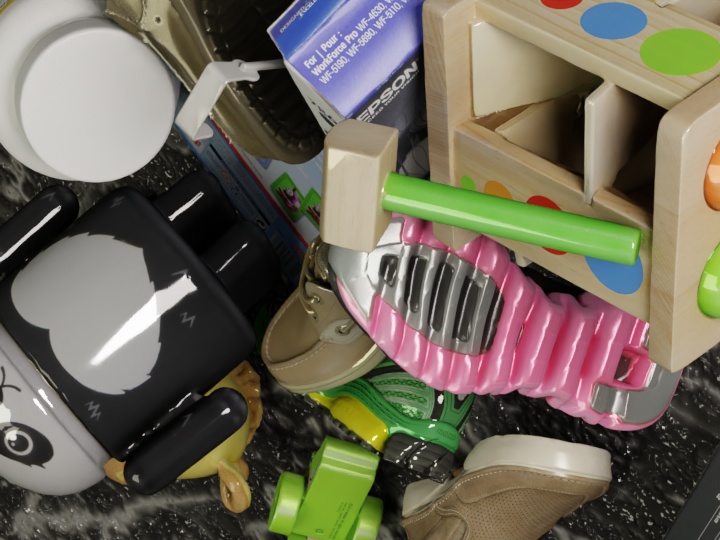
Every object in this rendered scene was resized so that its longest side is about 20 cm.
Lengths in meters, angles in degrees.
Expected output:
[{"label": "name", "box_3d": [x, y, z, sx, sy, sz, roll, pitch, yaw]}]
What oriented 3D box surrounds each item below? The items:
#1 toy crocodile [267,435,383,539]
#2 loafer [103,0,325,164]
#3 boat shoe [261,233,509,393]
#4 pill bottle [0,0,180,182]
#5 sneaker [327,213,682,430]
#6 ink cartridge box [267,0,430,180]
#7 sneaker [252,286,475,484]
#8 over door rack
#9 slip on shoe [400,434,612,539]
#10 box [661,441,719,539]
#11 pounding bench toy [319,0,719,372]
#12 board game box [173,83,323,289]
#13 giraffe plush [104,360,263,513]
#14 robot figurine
[{"label": "toy crocodile", "box_3d": [-0.027, 0.166, 1.400, 0.067, 0.062, 0.201, 12, 139, -4]}, {"label": "loafer", "box_3d": [-0.083, -0.138, 1.111, 0.201, 0.076, 0.067, 57, 145, -5]}, {"label": "boat shoe", "box_3d": [0.000, 0.000, 1.153, 0.200, 0.065, 0.073, -37, 44, 43]}, {"label": "pill bottle", "box_3d": [-0.160, -0.113, 1.218, 0.200, 0.111, 0.112, -131, 20, -67]}, {"label": "sneaker", "box_3d": [0.059, 0.021, 1.065, 0.199, 0.079, 0.095, 23, -179, -29]}, {"label": "ink cartridge box", "box_3d": [0.026, -0.089, 0.981, 0.039, 0.099, 0.200, 42, 175, 23]}, {"label": "sneaker", "box_3d": [0.009, 0.048, 1.243, 0.078, 0.086, 0.200, 29, -179, -36]}, {"label": "over door rack", "box_3d": [-0.045, -0.149, 1.017, 0.148, 0.199, 0.067, 44, 131, 21]}, {"label": "slip on shoe", "box_3d": [0.075, 0.135, 1.195, 0.200, 0.076, 0.061, 149, 131, -61]}, {"label": "box", "box_3d": [0.212, 0.165, 1.048, 0.141, 0.079, 0.200, 48, 147, 21]}, {"label": "pounding bench toy", "box_3d": [0.100, -0.041, 0.904, 0.156, 0.200, 0.125, 31, 140, 36]}, {"label": "board game box", "box_3d": [-0.033, -0.091, 1.197, 0.152, 0.037, 0.200, 53, 149, 6]}, {"label": "giraffe plush", "box_3d": [-0.131, 0.068, 1.396, 0.199, 0.173, 0.163, -2, 135, 15]}, {"label": "robot figurine", "box_3d": [-0.139, 0.034, 1.227, 0.125, 0.200, 0.150, 54, 173, -33]}]
